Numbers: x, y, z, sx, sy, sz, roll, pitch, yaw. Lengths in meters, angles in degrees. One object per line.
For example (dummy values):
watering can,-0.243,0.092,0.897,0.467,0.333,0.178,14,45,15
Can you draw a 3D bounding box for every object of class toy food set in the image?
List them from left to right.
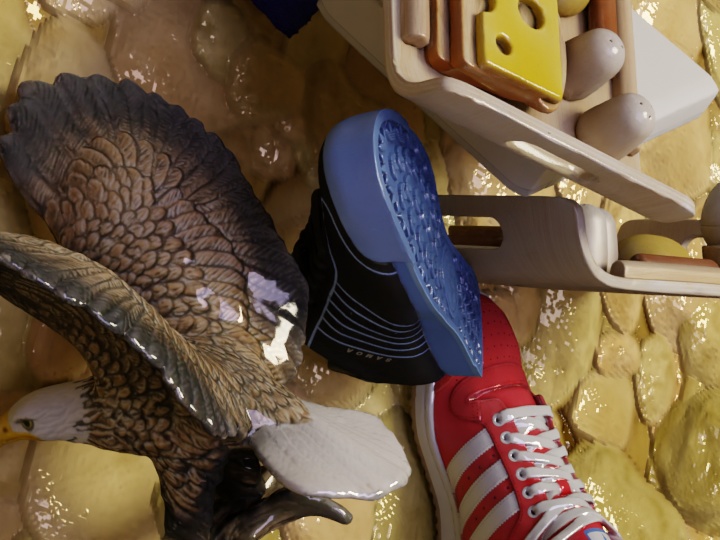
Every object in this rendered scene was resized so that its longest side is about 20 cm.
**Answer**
toy food set,0.082,-0.131,0.839,0.143,0.060,0.202,22,54,-34
toy food set,0.117,-0.020,0.963,0.199,0.143,0.061,5,89,-42

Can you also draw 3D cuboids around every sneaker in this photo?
sneaker,0.000,0.000,0.847,0.200,0.077,0.071,63,23,-59
sneaker,0.086,0.106,0.941,0.071,0.112,0.202,-2,85,-43

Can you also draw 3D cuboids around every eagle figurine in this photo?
eagle figurine,-0.086,0.028,0.780,0.150,0.151,0.202,-24,107,-20

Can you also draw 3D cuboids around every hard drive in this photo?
hard drive,0.081,-0.104,0.949,0.132,0.027,0.200,43,32,15

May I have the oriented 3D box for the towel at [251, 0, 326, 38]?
towel,-0.061,-0.223,0.901,0.200,0.049,0.148,48,59,-25
